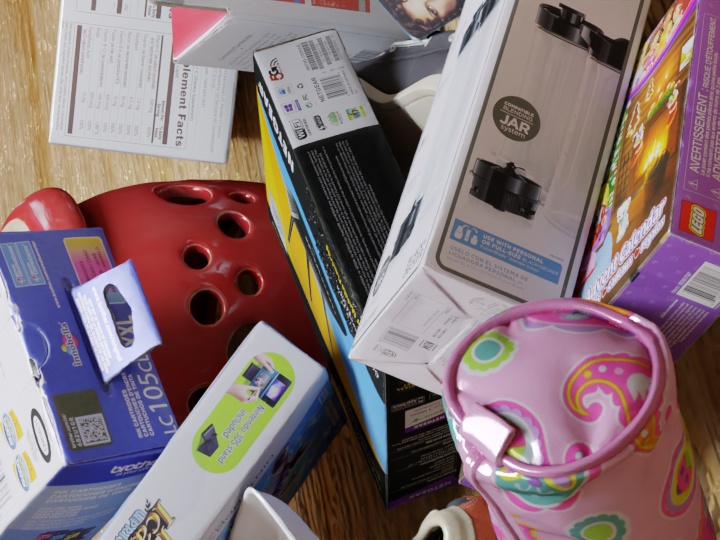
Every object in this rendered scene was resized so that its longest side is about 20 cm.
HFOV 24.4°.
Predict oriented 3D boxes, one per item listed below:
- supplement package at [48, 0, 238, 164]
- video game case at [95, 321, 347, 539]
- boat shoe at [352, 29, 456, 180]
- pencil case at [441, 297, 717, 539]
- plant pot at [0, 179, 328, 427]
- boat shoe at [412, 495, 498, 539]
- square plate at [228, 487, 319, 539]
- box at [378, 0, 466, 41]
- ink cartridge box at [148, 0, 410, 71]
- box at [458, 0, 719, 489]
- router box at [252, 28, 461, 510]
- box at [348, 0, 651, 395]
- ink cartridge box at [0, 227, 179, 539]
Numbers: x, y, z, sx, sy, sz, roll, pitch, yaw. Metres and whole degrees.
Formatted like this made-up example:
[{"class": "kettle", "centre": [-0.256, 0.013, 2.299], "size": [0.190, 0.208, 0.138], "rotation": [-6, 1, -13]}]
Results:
[{"class": "supplement package", "centre": [-0.131, -0.159, 1.071], "size": [0.200, 0.110, 0.157], "rotation": [-126, 42, -79]}, {"class": "video game case", "centre": [-0.080, 0.129, 0.892], "size": [0.182, 0.045, 0.200], "rotation": [-53, -10, -8]}, {"class": "boat shoe", "centre": [0.042, -0.091, 0.877], "size": [0.073, 0.063, 0.200], "rotation": [52, 167, -16]}, {"class": "pencil case", "centre": [0.090, 0.101, 0.627], "size": [0.088, 0.087, 0.201], "rotation": [-120, 7, -46]}, {"class": "plant pot", "centre": [-0.138, 0.037, 1.061], "size": [0.200, 0.181, 0.203], "rotation": [-18, 69, 60]}, {"class": "boat shoe", "centre": [0.031, 0.178, 0.848], "size": [0.200, 0.062, 0.072], "rotation": [-58, 41, 45]}, {"class": "square plate", "centre": [-0.004, 0.221, 0.843], "size": [0.198, 0.028, 0.201], "rotation": [49, 149, 18]}, {"class": "box", "centre": [0.064, -0.181, 0.773], "size": [0.049, 0.082, 0.200], "rotation": [-52, 16, -30]}, {"class": "ink cartridge box", "centre": [-0.055, -0.218, 0.926], "size": [0.084, 0.174, 0.202], "rotation": [-24, 66, 59]}, {"class": "box", "centre": [0.102, -0.007, 0.675], "size": [0.200, 0.039, 0.138], "rotation": [121, 168, -52]}, {"class": "router box", "centre": [0.000, 0.000, 0.861], "size": [0.150, 0.051, 0.201], "rotation": [88, 163, -55]}, {"class": "box", "centre": [0.063, -0.057, 0.704], "size": [0.117, 0.060, 0.201], "rotation": [126, 164, -63]}, {"class": "ink cartridge box", "centre": [-0.174, 0.070, 0.888], "size": [0.200, 0.076, 0.137], "rotation": [-46, 60, 44]}]
